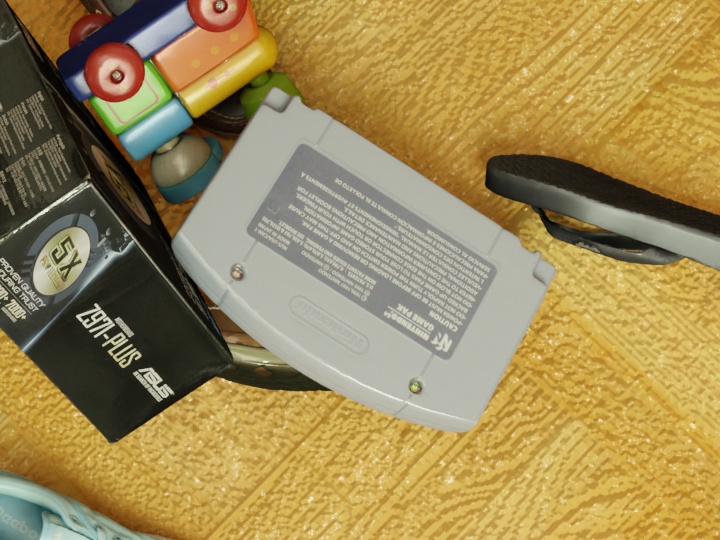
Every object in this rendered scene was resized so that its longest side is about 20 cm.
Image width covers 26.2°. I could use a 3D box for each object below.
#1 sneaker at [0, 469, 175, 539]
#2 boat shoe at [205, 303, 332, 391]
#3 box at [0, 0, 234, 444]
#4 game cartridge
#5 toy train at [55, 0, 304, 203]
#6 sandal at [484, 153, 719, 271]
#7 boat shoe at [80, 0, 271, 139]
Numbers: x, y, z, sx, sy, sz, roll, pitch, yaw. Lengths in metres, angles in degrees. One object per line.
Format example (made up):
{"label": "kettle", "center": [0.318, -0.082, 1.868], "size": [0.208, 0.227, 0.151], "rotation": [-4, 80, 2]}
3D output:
{"label": "sneaker", "center": [-0.164, 0.177, 0.915], "size": [0.199, 0.082, 0.074], "rotation": [21, 84, 9]}
{"label": "boat shoe", "center": [-0.026, 0.034, 0.936], "size": [0.199, 0.076, 0.074], "rotation": [7, 76, -1]}
{"label": "box", "center": [-0.171, -0.031, 0.870], "size": [0.086, 0.164, 0.200], "rotation": [-33, 44, 0]}
{"label": "game cartridge", "center": [0.000, 0.000, 0.882], "size": [0.200, 0.041, 0.133], "rotation": [33, 64, -4]}
{"label": "toy train", "center": [-0.068, -0.135, 0.916], "size": [0.200, 0.085, 0.116], "rotation": [-34, 119, -2]}
{"label": "sandal", "center": [0.165, -0.022, 0.925], "size": [0.200, 0.076, 0.043], "rotation": [20, 110, 9]}
{"label": "boat shoe", "center": [-0.131, -0.163, 0.977], "size": [0.200, 0.070, 0.070], "rotation": [43, 84, 9]}
